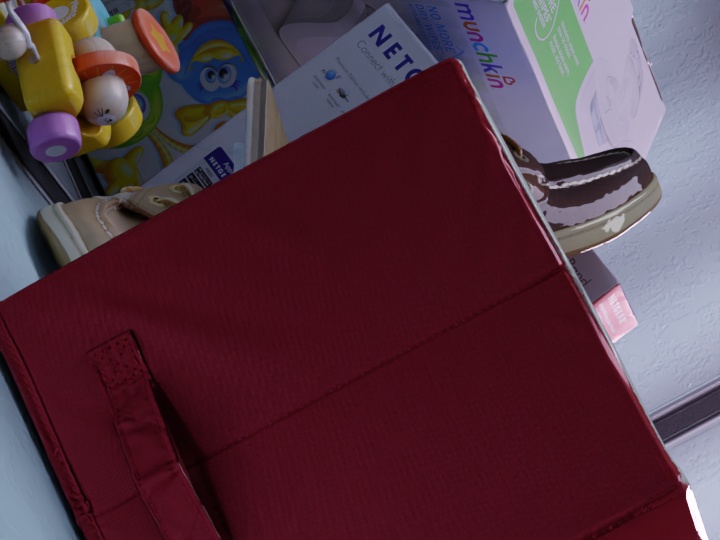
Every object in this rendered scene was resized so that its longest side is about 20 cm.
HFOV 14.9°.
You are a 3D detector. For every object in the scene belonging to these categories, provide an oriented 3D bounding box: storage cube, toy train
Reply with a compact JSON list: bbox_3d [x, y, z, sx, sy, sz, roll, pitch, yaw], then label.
[{"bbox_3d":[0.004,0.064,0.943,0.171,0.179,0.200,63,3,22],"label":"storage cube"},{"bbox_3d":[-0.128,-0.124,1.193,0.200,0.055,0.151,-13,86,-83],"label":"toy train"}]

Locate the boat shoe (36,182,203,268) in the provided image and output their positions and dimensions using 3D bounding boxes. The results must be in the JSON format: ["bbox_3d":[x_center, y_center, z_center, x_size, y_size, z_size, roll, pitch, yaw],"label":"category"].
[{"bbox_3d":[-0.086,-0.008,1.165,0.074,0.069,0.200,62,2,0],"label":"boat shoe"}]

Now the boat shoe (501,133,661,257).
[{"bbox_3d":[0.046,-0.036,1.177,0.072,0.199,0.072,3,-75,58],"label":"boat shoe"}]

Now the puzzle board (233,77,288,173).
[{"bbox_3d":[-0.043,0.038,1.167,0.151,0.017,0.201,75,17,-73],"label":"puzzle board"}]

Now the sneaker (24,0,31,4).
[{"bbox_3d":[-0.165,-0.195,1.393,0.075,0.090,0.200,60,3,-39],"label":"sneaker"}]

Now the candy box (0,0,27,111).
[{"bbox_3d":[-0.196,-0.176,1.259,0.200,0.026,0.102,64,0,28],"label":"candy box"}]

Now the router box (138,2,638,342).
[{"bbox_3d":[0.000,0.000,1.292,0.200,0.179,0.049,52,-2,30],"label":"router box"}]

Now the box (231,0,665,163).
[{"bbox_3d":[0.046,-0.124,1.432,0.176,0.097,0.200,13,-29,29],"label":"box"}]

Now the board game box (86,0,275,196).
[{"bbox_3d":[-0.080,-0.053,1.451,0.201,0.105,0.103,62,2,23],"label":"board game box"}]
